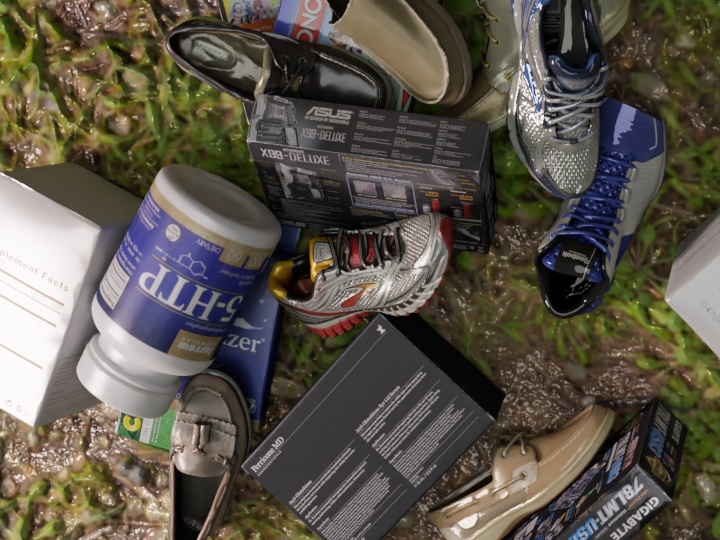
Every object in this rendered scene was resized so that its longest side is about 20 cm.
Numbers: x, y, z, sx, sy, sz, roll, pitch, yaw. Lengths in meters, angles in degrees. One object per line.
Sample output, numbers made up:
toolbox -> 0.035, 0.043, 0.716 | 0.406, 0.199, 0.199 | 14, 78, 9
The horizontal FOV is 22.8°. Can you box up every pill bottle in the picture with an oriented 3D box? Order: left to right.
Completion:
pill bottle -> -0.163, 0.021, 1.547 | 0.119, 0.120, 0.201 | 30, 106, 5

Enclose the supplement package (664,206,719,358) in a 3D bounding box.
supplement package -> 0.329, 0.006, 1.438 | 0.117, 0.200, 0.117 | -43, 90, 18

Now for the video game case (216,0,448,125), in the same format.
video game case -> -0.026, -0.236, 1.559 | 0.199, 0.026, 0.182 | -11, 100, 16

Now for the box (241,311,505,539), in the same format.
box -> 0.012, 0.145, 1.611 | 0.141, 0.079, 0.200 | 42, 109, -2

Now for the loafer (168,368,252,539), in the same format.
loafer -> -0.143, 0.180, 1.627 | 0.071, 0.063, 0.201 | 15, 130, 7

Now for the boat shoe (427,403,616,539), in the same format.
boat shoe -> 0.142, 0.179, 1.591 | 0.065, 0.071, 0.200 | 46, 110, -1

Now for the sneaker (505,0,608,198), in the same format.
sneaker -> 0.159, -0.150, 1.419 | 0.077, 0.085, 0.201 | -12, 107, -9

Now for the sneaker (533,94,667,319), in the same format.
sneaker -> 0.200, -0.040, 1.503 | 0.080, 0.115, 0.201 | 20, 107, 7

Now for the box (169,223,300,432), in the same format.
box -> -0.129, 0.036, 1.622 | 0.120, 0.032, 0.201 | 13, 104, 10

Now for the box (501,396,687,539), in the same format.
box -> 0.189, 0.212, 1.520 | 0.050, 0.200, 0.198 | 46, 108, 0

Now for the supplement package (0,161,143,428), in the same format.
supplement package -> -0.279, 0.018, 1.620 | 0.119, 0.121, 0.201 | 27, 107, 18

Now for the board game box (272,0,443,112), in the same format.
board game box -> 0.000, -0.225, 1.527 | 0.134, 0.029, 0.201 | 18, 107, 9

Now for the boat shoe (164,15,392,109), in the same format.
boat shoe -> -0.073, -0.164, 1.509 | 0.199, 0.065, 0.074 | 14, 104, 10

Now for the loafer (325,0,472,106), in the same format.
loafer -> 0.012, -0.210, 1.462 | 0.200, 0.067, 0.076 | 51, 141, 9

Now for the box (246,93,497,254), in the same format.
box -> 0.013, -0.080, 1.517 | 0.199, 0.158, 0.050 | 8, 67, 11

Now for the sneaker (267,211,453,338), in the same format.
sneaker -> 0.000, 0.000, 1.520 | 0.082, 0.078, 0.199 | 30, 139, -35

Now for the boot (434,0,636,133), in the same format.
boot -> 0.109, -0.212, 1.481 | 0.200, 0.072, 0.155 | -38, 116, 12

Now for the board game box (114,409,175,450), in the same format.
board game box -> -0.161, 0.073, 1.664 | 0.104, 0.023, 0.201 | 15, 105, 7
